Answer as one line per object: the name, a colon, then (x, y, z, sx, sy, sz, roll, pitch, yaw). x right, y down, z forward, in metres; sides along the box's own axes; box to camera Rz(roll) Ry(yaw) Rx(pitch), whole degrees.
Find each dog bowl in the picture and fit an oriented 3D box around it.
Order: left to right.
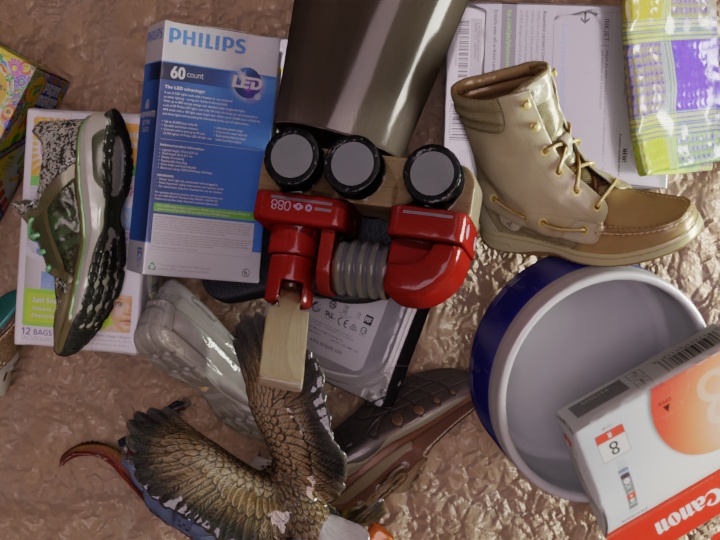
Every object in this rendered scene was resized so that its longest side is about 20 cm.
dog bowl: (0.194, 0.088, 1.135, 0.197, 0.079, 0.203, -4, 107, -15)

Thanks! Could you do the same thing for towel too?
towel: (0.267, -0.183, 1.134, 0.023, 0.142, 0.204, 2, 97, 43)

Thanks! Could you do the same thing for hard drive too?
hard drive: (0.000, 0.000, 1.170, 0.138, 0.038, 0.203, 23, 93, 22)

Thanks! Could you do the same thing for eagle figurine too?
eagle figurine: (-0.074, 0.159, 1.077, 0.150, 0.152, 0.201, -19, 118, 36)

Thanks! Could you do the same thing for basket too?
basket: (0.009, -0.201, 1.113, 0.178, 0.135, 0.203, 12, 85, 37)

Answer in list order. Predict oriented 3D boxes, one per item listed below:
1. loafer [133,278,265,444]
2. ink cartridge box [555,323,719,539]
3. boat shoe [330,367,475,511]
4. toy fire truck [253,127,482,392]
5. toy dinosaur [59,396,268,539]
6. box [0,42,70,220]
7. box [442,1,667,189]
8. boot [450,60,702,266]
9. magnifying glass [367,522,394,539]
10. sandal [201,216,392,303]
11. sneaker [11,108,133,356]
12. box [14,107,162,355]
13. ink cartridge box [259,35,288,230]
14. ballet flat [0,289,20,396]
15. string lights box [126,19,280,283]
loafer: (-0.111, 0.085, 1.157, 0.200, 0.069, 0.070, 47, 52, -35)
ink cartridge box: (0.266, 0.169, 1.111, 0.161, 0.050, 0.202, -28, 108, -7)
boat shoe: (0.023, 0.158, 1.187, 0.198, 0.076, 0.072, -31, 116, 6)
toy fire truck: (-0.006, 0.001, 1.042, 0.173, 0.129, 0.203, 8, 82, 13)
toy dinosaur: (-0.143, 0.211, 1.208, 0.198, 0.105, 0.183, -13, 108, 39)
box: (-0.392, -0.132, 1.160, 0.198, 0.122, 0.195, 28, 92, 1)
box: (0.171, -0.153, 1.178, 0.196, 0.041, 0.159, 1, 93, 3)
boot: (0.171, -0.089, 1.084, 0.198, 0.073, 0.157, 7, 126, 37)
magnifying glass: (-0.036, 0.317, 1.216, 0.079, 0.022, 0.201, 35, 92, 0)
sandal: (-0.042, -0.007, 1.149, 0.197, 0.043, 0.077, 0, 74, 25)
sneaker: (-0.240, -0.033, 1.089, 0.087, 0.077, 0.203, 6, 88, 13)
box: (-0.231, -0.036, 1.167, 0.111, 0.101, 0.204, 5, 93, 1)
ink cartridge box: (-0.111, -0.105, 1.180, 0.102, 0.059, 0.204, 5, 93, 2)
ballet flat: (-0.357, 0.099, 1.206, 0.199, 0.071, 0.065, -39, 118, 6)
string lights box: (-0.129, -0.095, 1.102, 0.101, 0.059, 0.204, 5, 91, -24)
